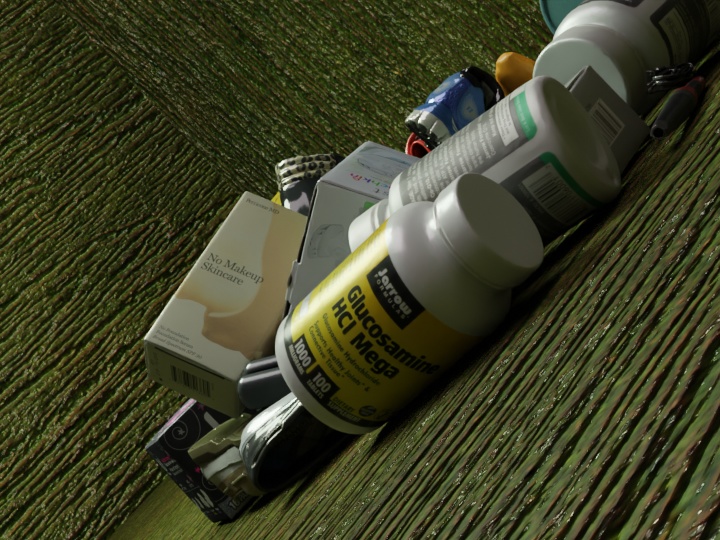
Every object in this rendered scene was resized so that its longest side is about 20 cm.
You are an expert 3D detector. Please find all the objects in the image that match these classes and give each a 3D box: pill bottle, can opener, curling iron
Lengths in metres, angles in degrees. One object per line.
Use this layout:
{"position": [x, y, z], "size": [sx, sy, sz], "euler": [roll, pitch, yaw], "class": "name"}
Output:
{"position": [0.244, -0.206, 1.368], "size": [0.200, 0.113, 0.113], "euler": [-42, 0, -43], "class": "pill bottle"}
{"position": [-0.019, 0.064, 1.305], "size": [0.199, 0.067, 0.053], "euler": [-15, 22, 17], "class": "can opener"}
{"position": [0.248, -0.132, 1.199], "size": [0.049, 0.026, 0.200], "euler": [-5, 20, 17], "class": "curling iron"}
{"position": [0.036, 0.023, 1.096], "size": [0.200, 0.112, 0.112], "euler": [-44, 1, 32], "class": "pill bottle"}
{"position": [0.094, -0.053, 1.174], "size": [0.199, 0.113, 0.113], "euler": [-34, 6, 25], "class": "pill bottle"}

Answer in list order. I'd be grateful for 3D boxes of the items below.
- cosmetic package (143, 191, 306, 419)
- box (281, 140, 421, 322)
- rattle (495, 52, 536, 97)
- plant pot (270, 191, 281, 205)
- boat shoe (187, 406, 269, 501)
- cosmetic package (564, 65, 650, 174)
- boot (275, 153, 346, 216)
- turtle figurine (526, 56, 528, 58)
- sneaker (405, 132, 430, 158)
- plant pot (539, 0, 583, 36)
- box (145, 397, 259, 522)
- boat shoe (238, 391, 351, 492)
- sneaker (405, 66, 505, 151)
{"position": [-0.114, 0.030, 1.440], "size": [0.071, 0.105, 0.201], "euler": [95, -160, -54], "class": "cosmetic package"}
{"position": [0.000, 0.000, 1.407], "size": [0.176, 0.096, 0.201], "euler": [-48, -26, -70], "class": "box"}
{"position": [0.217, -0.196, 1.475], "size": [0.200, 0.143, 0.130], "euler": [-36, 19, -18], "class": "rattle"}
{"position": [-0.041, -0.001, 1.684], "size": [0.201, 0.176, 0.200], "euler": [-62, 9, -28], "class": "plant pot"}
{"position": [-0.087, 0.165, 1.379], "size": [0.075, 0.069, 0.200], "euler": [-37, 6, -30], "class": "boat shoe"}
{"position": [0.146, -0.073, 1.302], "size": [0.200, 0.090, 0.107], "euler": [-39, 8, 42], "class": "cosmetic package"}
{"position": [0.007, -0.049, 1.574], "size": [0.202, 0.155, 0.074], "euler": [-3, -27, -8], "class": "boot"}
{"position": [0.235, -0.187, 1.747], "size": [0.149, 0.101, 0.200], "euler": [-29, -21, -26], "class": "turtle figurine"}
{"position": [0.115, -0.131, 1.572], "size": [0.067, 0.108, 0.202], "euler": [-19, 30, 48], "class": "sneaker"}
{"position": [0.261, -0.294, 1.546], "size": [0.134, 0.201, 0.200], "euler": [-30, -7, -34], "class": "plant pot"}
{"position": [-0.112, 0.149, 1.555], "size": [0.200, 0.115, 0.132], "euler": [-45, 2, -18], "class": "box"}
{"position": [-0.018, 0.112, 1.246], "size": [0.200, 0.069, 0.057], "euler": [-41, 29, 13], "class": "boat shoe"}
{"position": [0.107, -0.137, 1.420], "size": [0.089, 0.078, 0.200], "euler": [-50, -13, 2], "class": "sneaker"}
